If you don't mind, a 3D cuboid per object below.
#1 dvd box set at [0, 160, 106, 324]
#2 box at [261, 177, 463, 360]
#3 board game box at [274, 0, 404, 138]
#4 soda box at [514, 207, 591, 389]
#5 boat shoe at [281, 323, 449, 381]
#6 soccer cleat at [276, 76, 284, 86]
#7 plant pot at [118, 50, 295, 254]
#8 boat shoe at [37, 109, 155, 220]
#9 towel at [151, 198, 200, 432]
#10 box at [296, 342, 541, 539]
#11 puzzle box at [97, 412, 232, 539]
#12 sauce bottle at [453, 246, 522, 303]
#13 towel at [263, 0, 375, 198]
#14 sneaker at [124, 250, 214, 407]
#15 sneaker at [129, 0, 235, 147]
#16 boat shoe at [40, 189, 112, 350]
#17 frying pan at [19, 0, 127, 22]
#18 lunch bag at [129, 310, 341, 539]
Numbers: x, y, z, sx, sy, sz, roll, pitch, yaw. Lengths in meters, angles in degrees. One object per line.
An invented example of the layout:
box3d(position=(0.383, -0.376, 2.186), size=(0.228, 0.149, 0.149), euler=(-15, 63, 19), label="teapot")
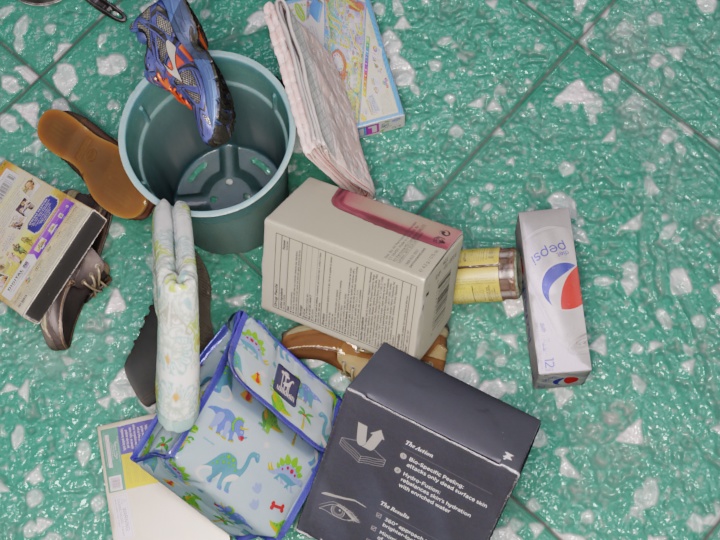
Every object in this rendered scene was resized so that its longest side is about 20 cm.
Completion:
box3d(position=(-0.402, -0.037, 1.498), size=(0.199, 0.029, 0.147), euler=(25, 79, 39), label="dvd box set")
box3d(position=(0.000, 0.000, 1.409), size=(0.198, 0.129, 0.109), euler=(21, 40, 19), label="box")
box3d(position=(-0.033, -0.262, 1.613), size=(0.133, 0.034, 0.202), euler=(-14, 71, -3), label="board game box")
box3d(position=(0.224, 0.032, 1.484), size=(0.063, 0.068, 0.202), euler=(-5, 70, 1), label="soda box")
box3d(position=(0.006, 0.095, 1.469), size=(0.197, 0.076, 0.075), euler=(-3, 74, 2), label="boat shoe")
box3d(position=(-0.155, -0.206, 1.578), size=(0.197, 0.068, 0.074), euler=(6, 107, 12), label="soccer cleat")
box3d(position=(-0.165, -0.120, 1.484), size=(0.197, 0.196, 0.203), euler=(-1, 70, 2), label="plant pot")
box3d(position=(-0.311, -0.130, 1.548), size=(0.200, 0.070, 0.071), euler=(44, 100, 24), label="boat shoe")
box3d(position=(-0.193, 0.042, 1.309), size=(0.048, 0.173, 0.201), euler=(-3, 30, -9), label="towel")
box3d(position=(0.062, 0.219, 1.349), size=(0.195, 0.202, 0.117), euler=(26, 29, 10), label="box")
box3d(position=(-0.221, 0.261, 1.446), size=(0.131, 0.025, 0.202), euler=(-12, 71, -1), label="puzzle box")
box3d(position=(0.090, 0.008, 1.488), size=(0.197, 0.065, 0.066), euler=(-2, 70, 16), label="sauce bottle")
box3d(position=(-0.045, -0.196, 1.475), size=(0.032, 0.191, 0.202), euler=(-20, 71, 13), label="towel")
box3d(position=(-0.235, 0.055, 1.494), size=(0.106, 0.075, 0.202), euler=(-28, 51, 22), label="sneaker")
box3d(position=(-0.194, -0.213, 1.385), size=(0.078, 0.075, 0.201), euler=(-26, 63, 3), label="sneaker")
box3d(position=(-0.338, -0.003, 1.517), size=(0.072, 0.075, 0.203), euler=(3, 72, 4), label="boat shoe")
box3d(position=(-0.403, -0.377, 1.675), size=(0.114, 0.031, 0.191), euler=(-32, 70, -7), label="frying pan")
box3d(position=(-0.122, 0.171, 1.394), size=(0.170, 0.127, 0.201), euler=(43, 58, -22), label="lunch bag")
